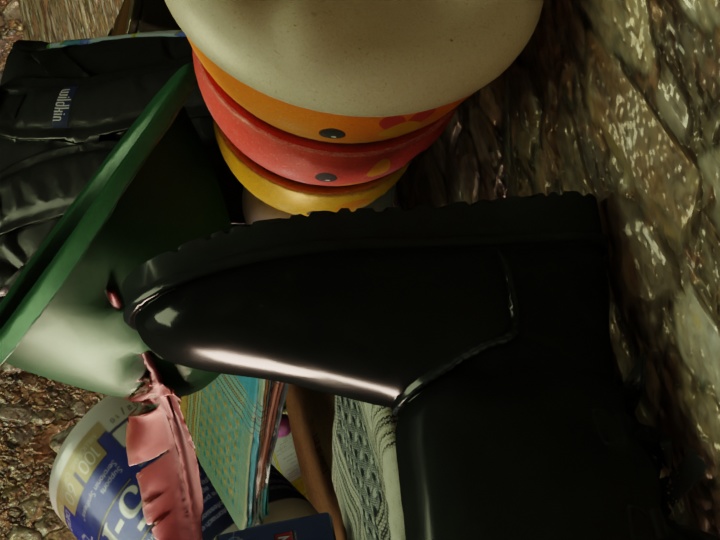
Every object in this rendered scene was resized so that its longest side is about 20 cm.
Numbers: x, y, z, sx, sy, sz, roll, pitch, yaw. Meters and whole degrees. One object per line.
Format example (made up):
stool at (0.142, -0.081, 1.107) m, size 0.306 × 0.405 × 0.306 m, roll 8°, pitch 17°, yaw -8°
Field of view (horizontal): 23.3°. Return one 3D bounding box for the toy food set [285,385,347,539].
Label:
toy food set at (-0.004, 0.106, 1.080) m, size 0.200 × 0.048 × 0.199 m, roll 101°, pitch 153°, yaw -61°

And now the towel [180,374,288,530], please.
towel at (-0.093, 0.034, 1.014) m, size 0.200 × 0.022 × 0.148 m, roll 52°, pitch 142°, yaw 43°

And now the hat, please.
hat at (-0.060, 0.035, 0.761) m, size 0.176 × 0.166 × 0.200 m, roll 37°, pitch 142°, yaw -11°

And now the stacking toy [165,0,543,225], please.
stacking toy at (-0.013, -0.071, 0.706) m, size 0.201 × 0.145 × 0.147 m, roll 102°, pitch 151°, yaw -56°

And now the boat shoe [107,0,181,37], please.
boat shoe at (-0.120, -0.099, 0.999) m, size 0.068 × 0.071 × 0.201 m, roll -154°, pitch 86°, yaw -80°

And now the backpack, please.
backpack at (-0.082, -0.045, 0.871) m, size 0.199 × 0.153 × 0.165 m, roll -14°, pitch 60°, yaw 36°

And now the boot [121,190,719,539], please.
boot at (0.021, 0.062, 0.626) m, size 0.073 × 0.196 × 0.164 m, roll 117°, pitch 145°, yaw -70°

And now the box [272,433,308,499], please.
box at (-0.040, 0.206, 1.182) m, size 0.048 × 0.117 × 0.201 m, roll 46°, pitch -164°, yaw -47°

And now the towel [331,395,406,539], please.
towel at (0.010, 0.112, 0.762) m, size 0.193 × 0.034 × 0.201 m, roll 97°, pitch 164°, yaw -49°

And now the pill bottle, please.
pill bottle at (-0.089, 0.168, 1.065) m, size 0.200 × 0.119 × 0.120 m, roll 40°, pitch 148°, yaw 31°

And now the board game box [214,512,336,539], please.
board game box at (-0.016, 0.259, 0.829) m, size 0.201 × 0.061 × 0.201 m, roll -103°, pitch 2°, yaw -49°

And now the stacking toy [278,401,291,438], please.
stacking toy at (-0.084, 0.084, 1.180) m, size 0.110 × 0.115 × 0.202 m, roll 154°, pitch 112°, yaw -78°
